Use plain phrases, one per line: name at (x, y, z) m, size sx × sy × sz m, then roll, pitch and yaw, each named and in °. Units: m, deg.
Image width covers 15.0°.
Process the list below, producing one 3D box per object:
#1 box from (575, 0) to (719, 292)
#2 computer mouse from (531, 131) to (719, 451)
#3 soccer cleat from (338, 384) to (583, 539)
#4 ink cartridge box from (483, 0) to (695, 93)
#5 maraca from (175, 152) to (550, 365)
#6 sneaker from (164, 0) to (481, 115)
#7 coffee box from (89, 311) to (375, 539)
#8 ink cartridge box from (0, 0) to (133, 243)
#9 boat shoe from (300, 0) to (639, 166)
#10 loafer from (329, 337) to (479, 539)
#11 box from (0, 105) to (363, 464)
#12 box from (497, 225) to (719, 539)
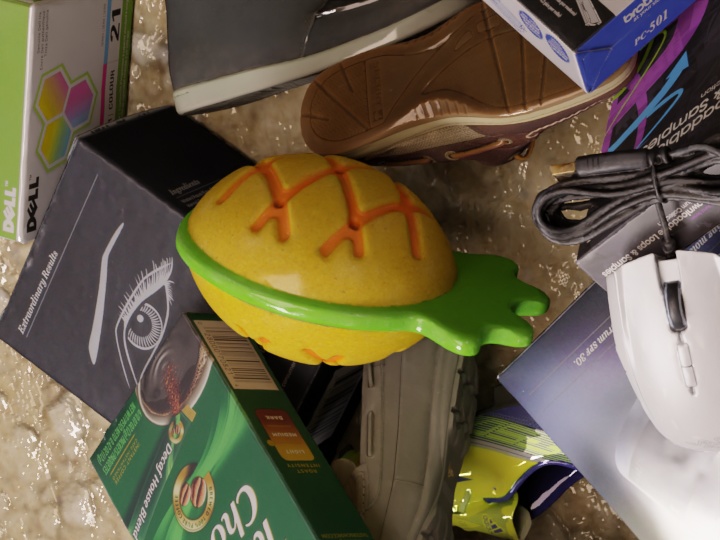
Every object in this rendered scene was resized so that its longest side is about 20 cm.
box at (0.177, -0.091, 1.352) m, size 0.036 × 0.200 × 0.143 m, roll 37°, pitch 128°, yaw -18°
computer mouse at (0.155, 0.024, 1.294) m, size 0.109 × 0.044 × 0.201 m, roll -10°, pitch 129°, yaw 18°
soccer cleat at (0.058, 0.120, 1.555) m, size 0.199 × 0.065 × 0.084 m, roll -23°, pitch 76°, yaw 30°
ink cartridge box at (0.083, -0.188, 1.414) m, size 0.094 × 0.044 × 0.200 m, roll -41°, pitch 59°, yaw -8°
maraca at (0.000, 0.000, 1.443) m, size 0.199 × 0.137 × 0.107 m, roll 16°, pitch 118°, yaw 9°
sneaker at (-0.033, -0.160, 1.528) m, size 0.199 × 0.075 × 0.107 m, roll -14°, pitch 90°, yaw 28°
coffee box at (-0.067, 0.132, 1.477) m, size 0.123 × 0.044 × 0.200 m, roll -55°, pitch 49°, yaw 29°
ink cartridge box at (-0.220, -0.090, 1.580) m, size 0.075 × 0.200 × 0.149 m, roll 15°, pitch 111°, yaw 25°
boat shoe at (0.067, -0.093, 1.458) m, size 0.199 × 0.072 × 0.073 m, roll -17°, pitch 62°, yaw 29°
loafer at (0.015, 0.124, 1.487) m, size 0.069 × 0.201 × 0.070 m, roll 2°, pitch 150°, yaw 19°
box at (-0.091, 0.022, 1.594) m, size 0.200 × 0.104 × 0.148 m, roll 37°, pitch 119°, yaw 17°
box at (0.217, 0.054, 1.417) m, size 0.199 × 0.123 × 0.200 m, roll 48°, pitch 121°, yaw 8°
